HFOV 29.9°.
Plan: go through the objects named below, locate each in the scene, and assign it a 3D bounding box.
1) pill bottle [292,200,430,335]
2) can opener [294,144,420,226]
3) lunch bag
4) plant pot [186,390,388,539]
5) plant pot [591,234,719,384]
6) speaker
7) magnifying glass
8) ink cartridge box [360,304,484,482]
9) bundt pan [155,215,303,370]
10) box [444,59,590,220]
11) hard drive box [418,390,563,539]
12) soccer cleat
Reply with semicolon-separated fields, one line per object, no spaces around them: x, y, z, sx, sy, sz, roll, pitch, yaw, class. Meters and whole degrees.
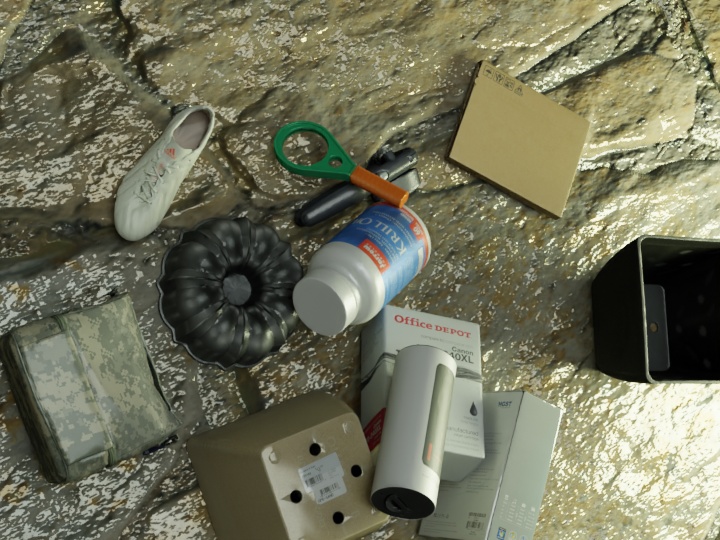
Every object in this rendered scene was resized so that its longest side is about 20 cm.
0.000;0.000;1.740;0.113;0.112;0.200;53;43;-6;pill bottle
-0.001;-0.110;1.819;0.198;0.063;0.079;-28;92;-26;can opener
-0.317;0.139;1.594;0.166;0.139;0.203;-22;90;-24;lunch bag
-0.073;0.266;1.658;0.197;0.177;0.203;-18;89;-25;plant pot
0.434;0.068;1.916;0.197;0.177;0.203;2;80;-22;plant pot
0.065;0.195;1.622;0.080;0.081;0.202;26;52;-17;speaker
-0.027;-0.137;1.787;0.198;0.023;0.080;27;61;16;magnifying glass
0.080;0.158;1.756;0.143;0.084;0.202;12;56;-17;ink cartridge box
-0.157;0.022;1.722;0.199;0.076;0.205;5;78;-22;bundt pan
0.231;-0.189;1.958;0.198;0.021;0.165;26;71;-18;box
0.170;0.266;1.771;0.076;0.155;0.203;25;72;-28;hard drive box
-0.249;-0.130;1.706;0.069;0.077;0.202;34;69;-14;soccer cleat
